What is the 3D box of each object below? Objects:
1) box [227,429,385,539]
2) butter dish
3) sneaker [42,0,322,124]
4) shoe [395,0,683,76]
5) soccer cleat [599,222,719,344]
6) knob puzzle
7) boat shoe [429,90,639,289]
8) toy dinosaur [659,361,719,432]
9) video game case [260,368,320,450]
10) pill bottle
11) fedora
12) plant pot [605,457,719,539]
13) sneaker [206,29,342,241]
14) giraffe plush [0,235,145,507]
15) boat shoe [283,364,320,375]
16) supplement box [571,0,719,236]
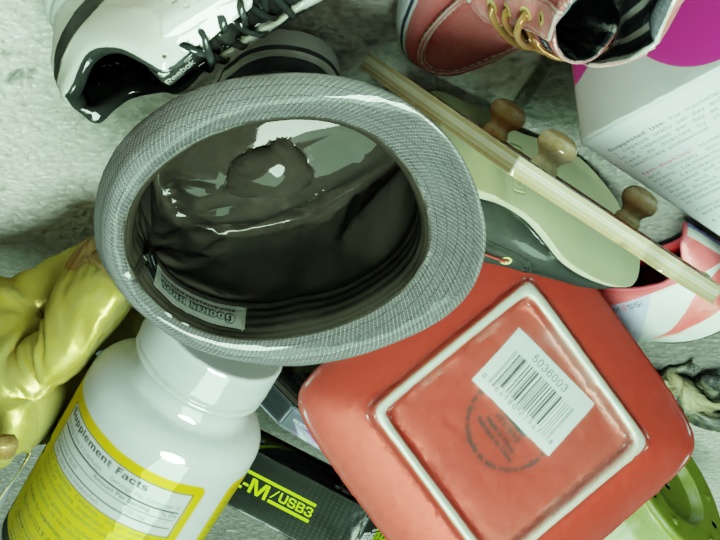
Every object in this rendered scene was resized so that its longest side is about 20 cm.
[{"bbox_3d":[-0.069,0.136,1.165,0.192,0.048,0.200,28,178,12],"label":"box"},{"bbox_3d":[0.077,0.092,1.105,0.199,0.200,0.148,-38,-172,-8],"label":"butter dish"},{"bbox_3d":[-0.066,-0.128,0.839,0.199,0.081,0.074,-19,144,22],"label":"sneaker"},{"bbox_3d":[0.084,-0.131,0.829,0.071,0.092,0.200,17,145,-30],"label":"shoe"},{"bbox_3d":[0.161,0.027,1.142,0.199,0.068,0.073,-25,123,35],"label":"soccer cleat"},{"bbox_3d":[0.113,-0.044,0.874,0.219,0.220,0.031,28,98,-41],"label":"knob puzzle"},{"bbox_3d":[0.085,-0.039,1.007,0.201,0.074,0.063,26,144,-34],"label":"boat shoe"},{"bbox_3d":[0.269,0.102,1.284,0.088,0.048,0.199,-10,152,42],"label":"toy dinosaur"},{"bbox_3d":[-0.039,0.088,1.153,0.019,0.143,0.200,-48,142,1],"label":"video game case"},{"bbox_3d":[-0.126,0.111,1.010,0.111,0.112,0.201,17,120,-30],"label":"pill bottle"},{"bbox_3d":[-0.036,-0.041,0.885,0.199,0.091,0.177,-19,124,16],"label":"fedora"},{"bbox_3d":[0.170,0.209,1.340,0.192,0.201,0.200,-36,138,26],"label":"plant pot"},{"bbox_3d":[-0.056,-0.049,0.974,0.078,0.080,0.200,6,147,-12],"label":"sneaker"},{"bbox_3d":[-0.234,0.028,1.041,0.162,0.201,0.173,35,162,3],"label":"giraffe plush"},{"bbox_3d":[0.000,0.000,1.076,0.069,0.074,0.200,-3,153,-20],"label":"boat shoe"},{"bbox_3d":[0.206,-0.088,0.902,0.103,0.102,0.199,-28,141,36],"label":"supplement box"}]
